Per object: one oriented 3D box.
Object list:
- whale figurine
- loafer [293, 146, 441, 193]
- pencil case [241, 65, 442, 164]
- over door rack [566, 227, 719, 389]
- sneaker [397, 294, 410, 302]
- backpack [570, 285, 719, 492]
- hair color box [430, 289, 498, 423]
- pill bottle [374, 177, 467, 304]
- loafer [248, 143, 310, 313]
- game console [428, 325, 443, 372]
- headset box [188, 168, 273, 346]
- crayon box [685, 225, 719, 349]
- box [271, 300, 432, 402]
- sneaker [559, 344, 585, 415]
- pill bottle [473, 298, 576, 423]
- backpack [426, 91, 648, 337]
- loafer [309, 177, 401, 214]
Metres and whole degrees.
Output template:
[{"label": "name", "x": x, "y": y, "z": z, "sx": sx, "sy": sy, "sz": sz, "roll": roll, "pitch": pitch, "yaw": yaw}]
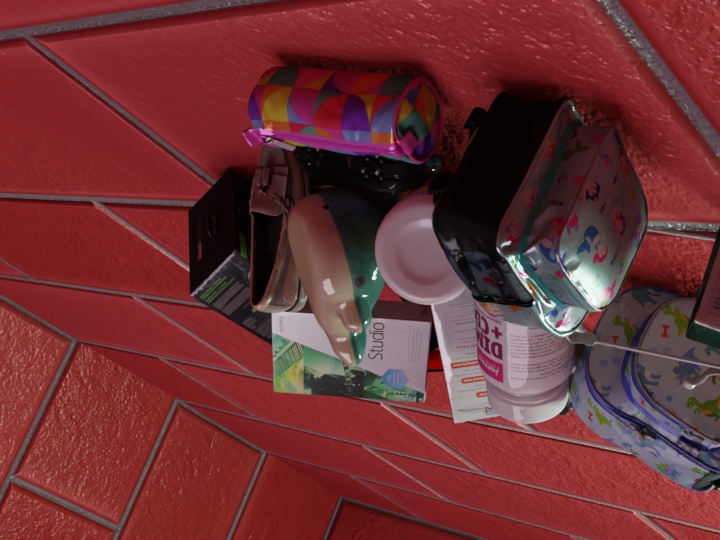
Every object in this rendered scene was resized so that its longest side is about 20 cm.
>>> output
[{"label": "whale figurine", "x": -0.010, "y": 0.005, "z": 1.298, "sx": 0.160, "sy": 0.102, "sz": 0.202, "roll": -121, "pitch": 16, "yaw": -48}, {"label": "loafer", "x": 0.001, "y": -0.119, "z": 1.272, "sx": 0.070, "sy": 0.069, "sz": 0.199, "roll": -8, "pitch": -162, "yaw": -38}, {"label": "pencil case", "x": -0.018, "y": -0.149, "z": 1.178, "sx": 0.198, "sy": 0.089, "sz": 0.088, "roll": 8, "pitch": 157, "yaw": 37}, {"label": "over door rack", "x": 0.309, "y": 0.029, "z": 1.177, "sx": 0.197, "sy": 0.149, "sz": 0.067, "roll": 16, "pitch": 157, "yaw": 21}, {"label": "sneaker", "x": 0.028, "y": -0.029, "z": 1.514, "sx": 0.113, "sy": 0.073, "sz": 0.201, "roll": 16, "pitch": 149, "yaw": 34}, {"label": "backpack", "x": 0.342, "y": 0.114, "z": 1.337, "sx": 0.198, "sy": 0.184, "sz": 0.148, "roll": 27, "pitch": 156, "yaw": 14}, {"label": "hair color box", "x": 0.149, "y": 0.082, "z": 1.475, "sx": 0.109, "sy": 0.064, "sz": 0.202, "roll": -9, "pitch": 122, "yaw": 6}, {"label": "pill bottle", "x": 0.082, "y": -0.038, "z": 1.234, "sx": 0.103, "sy": 0.106, "sz": 0.200, "roll": 21, "pitch": -164, "yaw": 8}, {"label": "loafer", "x": -0.097, "y": -0.052, "z": 1.379, "sx": 0.062, "sy": 0.203, "sz": 0.071, "roll": -4, "pitch": -178, "yaw": -42}, {"label": "game console", "x": 0.120, "y": 0.071, "z": 1.644, "sx": 0.198, "sy": 0.120, "sz": 0.172, "roll": 3, "pitch": 151, "yaw": -47}, {"label": "headset box", "x": -0.129, "y": -0.011, "z": 1.571, "sx": 0.199, "sy": 0.175, "sz": 0.093, "roll": 34, "pitch": 118, "yaw": -30}, {"label": "crayon box", "x": 0.404, "y": 0.031, "z": 1.085, "sx": 0.197, "sy": 0.127, "sz": 0.052, "roll": 20, "pitch": 164, "yaw": 11}, {"label": "box", "x": -0.012, "y": 0.098, "z": 1.520, "sx": 0.197, "sy": 0.037, "sz": 0.146, "roll": 4, "pitch": 131, "yaw": 3}, {"label": "sneaker", "x": 0.278, "y": 0.135, "z": 1.688, "sx": 0.090, "sy": 0.076, "sz": 0.201, "roll": 31, "pitch": 157, "yaw": 9}, {"label": "pill bottle", "x": 0.183, "y": 0.063, "z": 1.356, "sx": 0.112, "sy": 0.113, "sz": 0.202, "roll": 14, "pitch": 129, "yaw": 28}, {"label": "backpack", "x": 0.169, "y": -0.040, "z": 1.098, "sx": 0.149, "sy": 0.179, "sz": 0.201, "roll": 15, "pitch": 155, "yaw": 32}, {"label": "loafer", "x": -0.038, "y": -0.088, "z": 1.411, "sx": 0.198, "sy": 0.072, "sz": 0.073, "roll": -15, "pitch": 163, "yaw": 38}]
